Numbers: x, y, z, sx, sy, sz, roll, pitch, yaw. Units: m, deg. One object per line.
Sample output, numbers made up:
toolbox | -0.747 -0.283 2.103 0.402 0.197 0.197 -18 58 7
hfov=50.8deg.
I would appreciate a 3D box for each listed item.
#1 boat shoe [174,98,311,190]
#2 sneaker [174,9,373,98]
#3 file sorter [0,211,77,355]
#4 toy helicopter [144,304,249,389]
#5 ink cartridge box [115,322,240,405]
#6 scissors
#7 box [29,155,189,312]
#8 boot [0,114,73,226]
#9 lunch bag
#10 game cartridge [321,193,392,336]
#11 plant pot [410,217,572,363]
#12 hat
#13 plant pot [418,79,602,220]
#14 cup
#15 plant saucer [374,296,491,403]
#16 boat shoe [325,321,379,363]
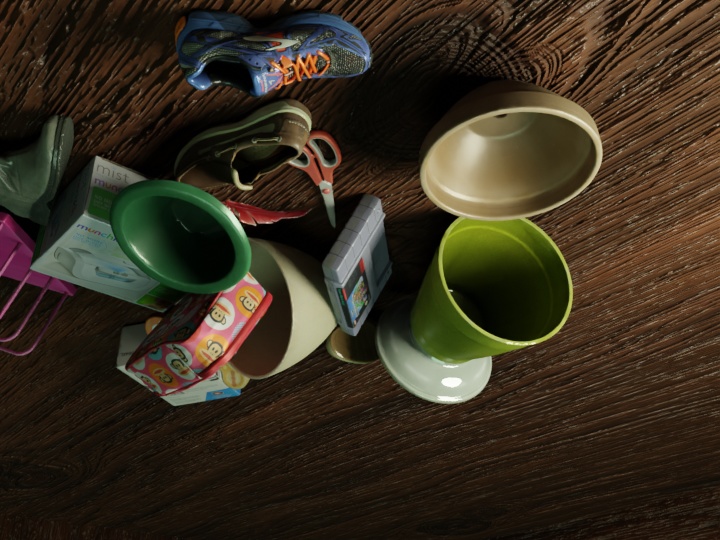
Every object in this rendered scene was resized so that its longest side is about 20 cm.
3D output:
boat shoe | -0.147 -0.130 0.893 0.202 0.075 0.075 -23 143 32
sneaker | -0.087 -0.208 0.761 0.200 0.079 0.075 -1 150 0
file sorter | -0.518 0.013 1.036 0.139 0.126 0.200 15 153 16
toy helicopter | -0.240 0.107 1.228 0.132 0.079 0.200 -30 107 19
ink cartridge box | -0.325 0.168 1.383 0.146 0.084 0.200 -10 148 14
scissors | -0.040 -0.113 0.987 0.073 0.014 0.200 -13 146 15
box | -0.305 -0.043 1.019 0.200 0.097 0.176 24 143 -35
boot | -0.423 -0.127 0.903 0.131 0.068 0.200 19 143 -21
lunch bag | -0.212 0.073 1.018 0.082 0.176 0.200 46 139 -18
game cartridge | 0.000 0.000 1.072 0.038 0.130 0.200 18 154 17
plant pot | 0.164 0.044 1.093 0.200 0.201 0.193 9 152 -17
hat | -0.190 -0.083 0.946 0.165 0.176 0.200 -8 131 21
plant pot | 0.164 -0.148 0.857 0.201 0.093 0.201 -1 150 0
cup | -0.110 0.049 1.115 0.143 0.200 0.200 -6 160 -44
plant saucer | 0.124 0.112 1.200 0.200 0.200 0.050 9 139 -17
boat shoe | 0.009 0.123 1.295 0.064 0.071 0.200 -16 169 43
